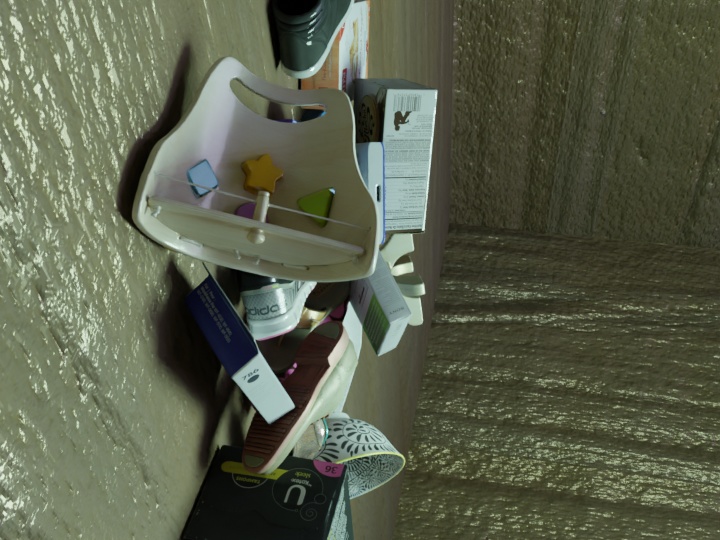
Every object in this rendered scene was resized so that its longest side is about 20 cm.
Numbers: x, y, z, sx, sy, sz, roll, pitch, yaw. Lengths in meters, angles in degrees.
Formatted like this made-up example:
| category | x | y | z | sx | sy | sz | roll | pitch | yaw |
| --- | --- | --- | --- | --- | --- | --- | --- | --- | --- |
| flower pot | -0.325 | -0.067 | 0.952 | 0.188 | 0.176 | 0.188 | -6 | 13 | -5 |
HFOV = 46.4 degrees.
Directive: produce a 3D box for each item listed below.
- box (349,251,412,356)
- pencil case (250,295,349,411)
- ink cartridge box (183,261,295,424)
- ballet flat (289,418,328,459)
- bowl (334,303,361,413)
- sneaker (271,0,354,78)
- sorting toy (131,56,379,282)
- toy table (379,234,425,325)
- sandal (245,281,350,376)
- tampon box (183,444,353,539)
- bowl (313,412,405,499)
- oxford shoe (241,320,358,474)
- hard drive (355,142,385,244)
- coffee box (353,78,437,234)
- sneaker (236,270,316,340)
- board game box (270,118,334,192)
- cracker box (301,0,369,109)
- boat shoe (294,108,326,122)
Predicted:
| category | x | y | z | sx | sy | sz | roll | pitch | yaw |
| --- | --- | --- | --- | --- | --- | --- | --- | --- | --- |
| box | 0.000 | 0.000 | 1.094 | 0.144 | 0.036 | 0.200 | 105 | -39 | -69 |
| pencil case | -0.081 | 0.089 | 1.069 | 0.094 | 0.091 | 0.200 | 78 | 22 | -45 |
| ink cartridge box | -0.120 | 0.078 | 0.825 | 0.099 | 0.039 | 0.200 | 53 | -11 | 26 |
| ballet flat | -0.110 | 0.242 | 1.025 | 0.067 | 0.068 | 0.200 | -3 | 132 | -41 |
| bowl | -0.053 | 0.100 | 1.263 | 0.200 | 0.075 | 0.200 | -72 | 165 | -50 |
| sneaker | -0.052 | -0.336 | 1.006 | 0.099 | 0.071 | 0.200 | 88 | 16 | -61 |
| sorting toy | -0.082 | -0.094 | 0.736 | 0.107 | 0.200 | 0.180 | 144 | -43 | -69 |
| toy table | 0.039 | 0.012 | 1.443 | 0.200 | 0.117 | 0.184 | -105 | -174 | -61 |
| sandal | -0.070 | 0.045 | 1.014 | 0.200 | 0.080 | 0.054 | -46 | 180 | -43 |
| tampon box | -0.094 | 0.315 | 0.947 | 0.126 | 0.150 | 0.200 | -71 | 164 | -48 |
| bowl | -0.045 | 0.266 | 1.211 | 0.201 | 0.201 | 0.094 | 78 | -8 | -61 |
| oxford shoe | -0.058 | 0.153 | 0.943 | 0.200 | 0.071 | 0.074 | -55 | 129 | -28 |
| hard drive | -0.014 | -0.110 | 1.175 | 0.200 | 0.025 | 0.132 | -163 | -109 | -68 |
| coffee box | 0.041 | -0.160 | 1.172 | 0.113 | 0.080 | 0.200 | -138 | -132 | -60 |
| sneaker | -0.096 | -0.007 | 0.956 | 0.200 | 0.074 | 0.088 | -80 | 160 | -62 |
| board game box | -0.057 | -0.072 | 0.881 | 0.200 | 0.045 | 0.135 | 7 | 83 | -75 |
| cracker box | -0.032 | -0.308 | 1.177 | 0.200 | 0.058 | 0.134 | -59 | 152 | -66 |
| boat shoe | -0.067 | -0.138 | 1.074 | 0.200 | 0.069 | 0.084 | 87 | 25 | -63 |
